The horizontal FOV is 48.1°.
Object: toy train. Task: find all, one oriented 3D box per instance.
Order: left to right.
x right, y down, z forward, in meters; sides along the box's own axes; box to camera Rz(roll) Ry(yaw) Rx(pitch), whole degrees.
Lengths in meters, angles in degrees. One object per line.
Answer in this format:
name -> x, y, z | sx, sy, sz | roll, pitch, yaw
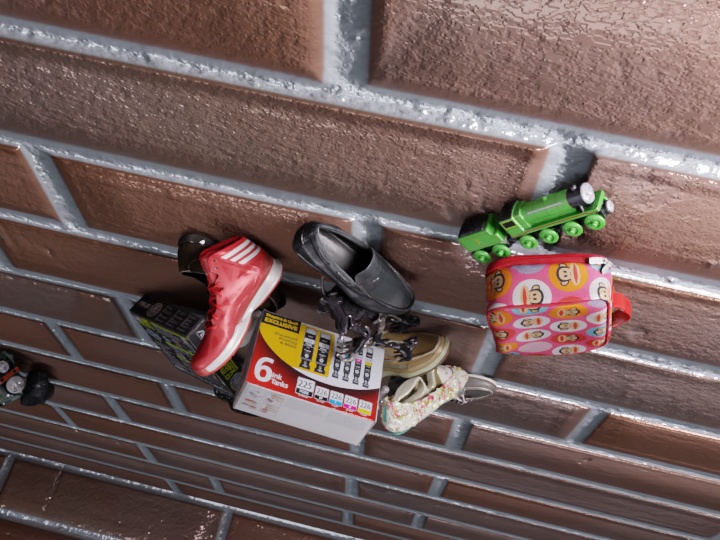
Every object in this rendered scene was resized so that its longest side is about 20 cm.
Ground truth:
toy train -> -0.872, 0.267, 1.962 | 0.114, 0.085, 0.199 | 54, 143, -10
toy train -> 0.193, -0.055, 0.919 | 0.056, 0.042, 0.199 | 42, 143, -24

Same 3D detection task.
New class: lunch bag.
lunch bag -> 0.247, 0.048, 1.005 | 0.174, 0.083, 0.200 | -3, 156, 12

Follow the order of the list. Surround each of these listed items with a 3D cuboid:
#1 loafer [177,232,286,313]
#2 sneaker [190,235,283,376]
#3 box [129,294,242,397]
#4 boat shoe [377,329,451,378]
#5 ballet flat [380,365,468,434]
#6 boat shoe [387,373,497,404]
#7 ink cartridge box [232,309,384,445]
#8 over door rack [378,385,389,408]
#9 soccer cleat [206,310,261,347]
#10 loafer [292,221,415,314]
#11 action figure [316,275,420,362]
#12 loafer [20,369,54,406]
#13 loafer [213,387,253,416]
loafer -> -0.200, 0.022, 1.218 | 0.199, 0.072, 0.073 | 33, 147, -30
sneaker -> -0.205, 0.039, 1.136 | 0.115, 0.201, 0.078 | 41, 159, -31
box -> -0.294, 0.129, 1.388 | 0.199, 0.044, 0.161 | 14, 143, 46
boat shoe -> 0.058, 0.129, 1.299 | 0.076, 0.072, 0.199 | 45, 141, -19
ballet flat -> 0.107, 0.192, 1.304 | 0.075, 0.199, 0.064 | 5, 116, 42
boat shoe -> 0.141, 0.215, 1.417 | 0.198, 0.057, 0.067 | 1, 149, 25
ink cartridge box -> -0.072, 0.143, 1.214 | 0.198, 0.177, 0.084 | 19, 138, -11
over door rack -> -0.027, 0.182, 1.361 | 0.147, 0.067, 0.200 | 33, -178, 4
soccer cleat -> -0.218, 0.103, 1.389 | 0.070, 0.077, 0.200 | 62, 154, -8
loafer -> 0.000, 0.000, 1.081 | 0.200, 0.069, 0.070 | 34, 155, -24
action figure -> -0.005, 0.074, 1.171 | 0.199, 0.120, 0.102 | 28, 134, -36
loafer -> -0.804, 0.294, 2.023 | 0.070, 0.069, 0.200 | 4, 156, -29
loafer -> -0.240, 0.245, 1.637 | 0.067, 0.071, 0.201 | 6, 155, 15
